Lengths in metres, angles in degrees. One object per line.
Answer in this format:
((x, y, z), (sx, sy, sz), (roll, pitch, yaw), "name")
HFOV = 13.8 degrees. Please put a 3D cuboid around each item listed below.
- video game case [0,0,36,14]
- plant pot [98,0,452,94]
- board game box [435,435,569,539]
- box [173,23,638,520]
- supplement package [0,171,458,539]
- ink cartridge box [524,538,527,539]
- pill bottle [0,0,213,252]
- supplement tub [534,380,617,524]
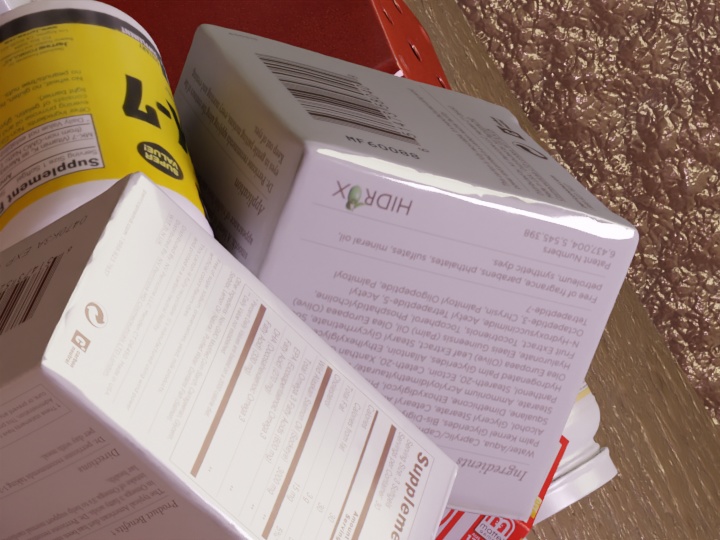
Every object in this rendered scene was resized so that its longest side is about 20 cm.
((-0.222, -0.201, 1.622), (0.200, 0.024, 0.182), (62, 3, -28), "video game case")
((-0.039, -0.098, 1.889), (0.200, 0.176, 0.200), (48, 17, -51), "plant pot")
((0.041, 0.095, 1.753), (0.151, 0.046, 0.200), (38, 15, 0), "board game box")
((0.000, 0.000, 1.539), (0.200, 0.171, 0.199), (15, 16, -24), "box")
((-0.077, 0.079, 1.231), (0.200, 0.117, 0.117), (44, 43, -22), "supplement package")
((0.074, 0.218, 1.844), (0.200, 0.083, 0.147), (57, 12, -18), "ink cartridge box")
((-0.133, -0.029, 1.448), (0.114, 0.114, 0.200), (50, 16, -46), "pill bottle")
((0.075, 0.080, 2.041), (0.200, 0.145, 0.145), (61, 11, 2), "supplement tub")
